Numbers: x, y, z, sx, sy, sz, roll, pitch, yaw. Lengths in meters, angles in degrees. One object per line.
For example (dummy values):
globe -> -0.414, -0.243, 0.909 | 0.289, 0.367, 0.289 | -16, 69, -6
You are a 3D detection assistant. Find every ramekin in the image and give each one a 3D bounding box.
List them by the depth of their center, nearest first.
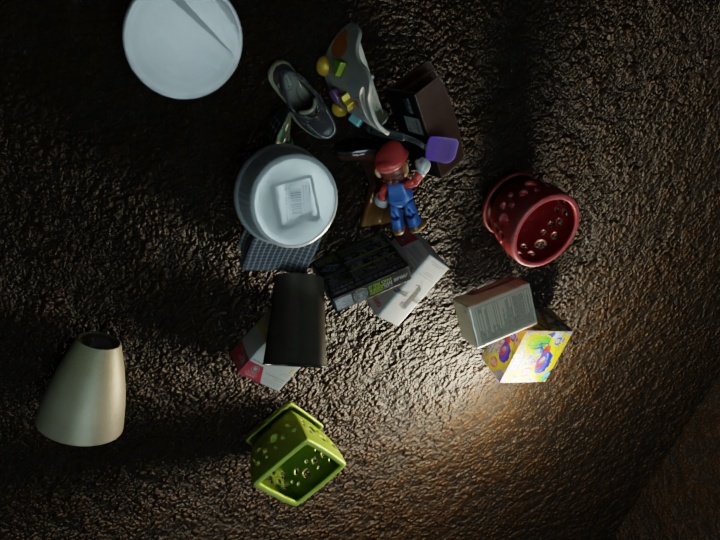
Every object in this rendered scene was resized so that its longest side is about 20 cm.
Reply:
ramekin -> -0.311, -0.410, 1.096 | 0.199, 0.095, 0.205 | -13, 128, -17
ramekin -> -0.140, -0.141, 1.235 | 0.197, 0.098, 0.204 | -7, 107, -23

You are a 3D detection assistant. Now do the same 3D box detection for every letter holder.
letter holder -> 0.162, -0.329, 1.362 | 0.142, 0.100, 0.202 | -39, 128, -19

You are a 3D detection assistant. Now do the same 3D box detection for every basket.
basket -> -0.144, 0.114, 1.430 | 0.134, 0.179, 0.204 | 9, 77, -33

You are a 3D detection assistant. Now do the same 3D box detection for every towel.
towel -> -0.172, -0.071, 1.383 | 0.163, 0.086, 0.201 | -1, 142, -26

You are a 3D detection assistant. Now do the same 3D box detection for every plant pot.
plant pot -> -0.592, 0.245, 1.387 | 0.185, 0.187, 0.203 | 11, 104, -32
plant pot -> 0.421, -0.142, 1.602 | 0.197, 0.183, 0.203 | -13, 129, -17
plant pot -> -0.190, 0.496, 1.753 | 0.199, 0.182, 0.199 | -40, 132, 5

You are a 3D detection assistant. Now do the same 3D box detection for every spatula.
spatula -> 0.103, -0.269, 1.308 | 0.197, 0.021, 0.057 | 20, 128, 14

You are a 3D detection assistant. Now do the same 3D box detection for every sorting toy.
sorting toy -> 0.002, -0.348, 1.242 | 0.106, 0.181, 0.201 | -28, 131, -5

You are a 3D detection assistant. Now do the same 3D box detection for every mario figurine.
mario figurine -> 0.092, -0.188, 1.384 | 0.122, 0.106, 0.203 | -18, 112, -10

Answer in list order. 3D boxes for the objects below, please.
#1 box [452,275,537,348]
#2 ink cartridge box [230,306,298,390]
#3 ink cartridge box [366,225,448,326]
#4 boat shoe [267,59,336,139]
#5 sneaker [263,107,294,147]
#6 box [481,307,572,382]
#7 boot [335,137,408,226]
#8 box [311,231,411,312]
box -> 0.380, 0.115, 1.793 | 0.197, 0.109, 0.130 | -20, 106, -12
ink cartridge box -> -0.203, 0.186, 1.587 | 0.200, 0.084, 0.145 | -48, 130, 11
ink cartridge box -> 0.101, 0.013, 1.576 | 0.083, 0.145, 0.200 | 31, 106, -39
boat shoe -> -0.110, -0.332, 1.273 | 0.072, 0.065, 0.200 | -39, 132, 2
sneaker -> -0.155, -0.244, 1.313 | 0.087, 0.077, 0.202 | -4, 132, -26
box -> 0.511, 0.229, 1.957 | 0.190, 0.122, 0.202 | 3, 121, -27
boot -> 0.017, -0.198, 1.441 | 0.186, 0.068, 0.203 | -12, 128, -33
box -> 0.000, 0.000, 1.506 | 0.198, 0.161, 0.045 | -23, 130, -10
